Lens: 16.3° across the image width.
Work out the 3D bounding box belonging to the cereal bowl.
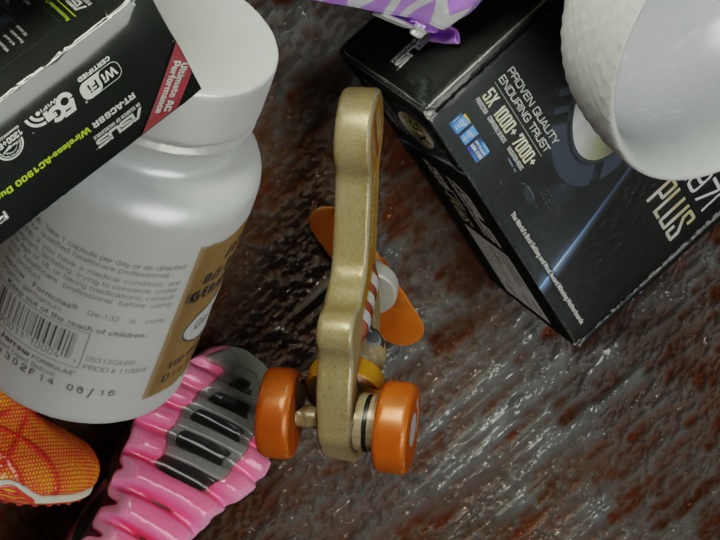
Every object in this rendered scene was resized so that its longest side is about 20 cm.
[{"bbox_3d":[0.173,-0.145,1.215,0.200,0.083,0.200,-27,142,-23],"label":"cereal bowl"}]

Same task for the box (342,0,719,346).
[{"bbox_3d":[0.113,-0.087,1.332,0.164,0.086,0.200,-42,131,-8],"label":"box"}]

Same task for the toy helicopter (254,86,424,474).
[{"bbox_3d":[0.000,0.000,1.300,0.079,0.132,0.200,6,110,10],"label":"toy helicopter"}]

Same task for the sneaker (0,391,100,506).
[{"bbox_3d":[-0.196,0.062,1.222,0.200,0.073,0.077,29,87,-44],"label":"sneaker"}]

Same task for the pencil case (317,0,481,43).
[{"bbox_3d":[-0.029,-0.161,1.195,0.200,0.084,0.086,7,102,-32],"label":"pencil case"}]

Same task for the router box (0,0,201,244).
[{"bbox_3d":[-0.181,-0.092,1.054,0.150,0.200,0.062,-38,135,-10],"label":"router box"}]

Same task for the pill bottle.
[{"bbox_3d":[-0.109,-0.035,1.159,0.114,0.114,0.200,-5,137,-32],"label":"pill bottle"}]

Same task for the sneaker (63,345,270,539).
[{"bbox_3d":[-0.116,0.126,1.313,0.079,0.095,0.200,38,68,-17],"label":"sneaker"}]
